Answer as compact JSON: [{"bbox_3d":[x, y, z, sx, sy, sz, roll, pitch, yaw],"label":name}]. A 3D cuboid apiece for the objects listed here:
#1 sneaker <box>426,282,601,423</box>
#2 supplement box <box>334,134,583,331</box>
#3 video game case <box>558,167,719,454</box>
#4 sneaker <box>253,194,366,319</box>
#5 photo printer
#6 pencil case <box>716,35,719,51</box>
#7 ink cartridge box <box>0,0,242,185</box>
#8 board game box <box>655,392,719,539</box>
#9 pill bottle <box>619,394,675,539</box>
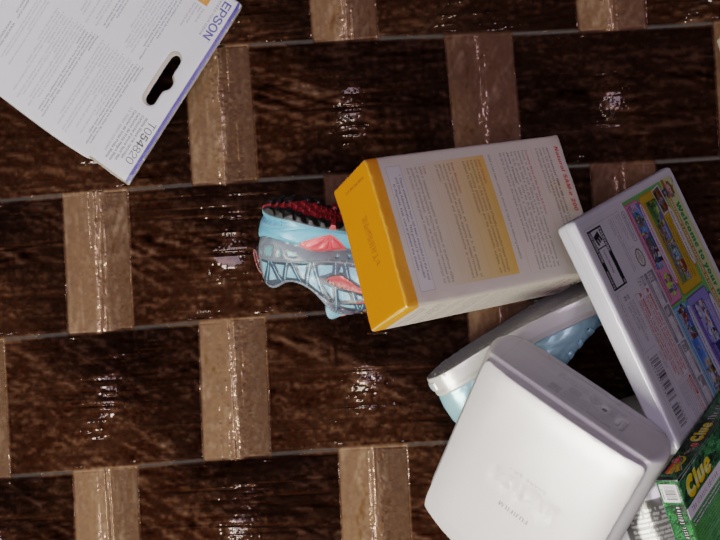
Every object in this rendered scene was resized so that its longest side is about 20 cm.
[{"bbox_3d":[0.162,0.078,0.968,0.198,0.074,0.083,-30,97,12],"label":"sneaker"},{"bbox_3d":[0.090,-0.033,0.909,0.197,0.073,0.128,-9,75,-27],"label":"supplement box"},{"bbox_3d":[0.260,0.027,0.918,0.022,0.181,0.203,-26,89,45],"label":"video game case"},{"bbox_3d":[0.000,0.000,0.981,0.197,0.080,0.097,18,114,2],"label":"sneaker"},{"bbox_3d":[0.145,0.178,0.901,0.165,0.069,0.202,34,125,21],"label":"photo printer"},{"bbox_3d":[0.371,-0.131,0.938,0.076,0.089,0.203,-16,89,4],"label":"pencil case"},{"bbox_3d":[-0.237,-0.214,0.996,0.199,0.041,0.201,35,93,2],"label":"ink cartridge box"},{"bbox_3d":[0.304,0.162,0.883,0.023,0.199,0.106,-6,110,43],"label":"board game box"},{"bbox_3d":[0.266,0.214,0.936,0.114,0.116,0.203,-20,90,3],"label":"pill bottle"}]
